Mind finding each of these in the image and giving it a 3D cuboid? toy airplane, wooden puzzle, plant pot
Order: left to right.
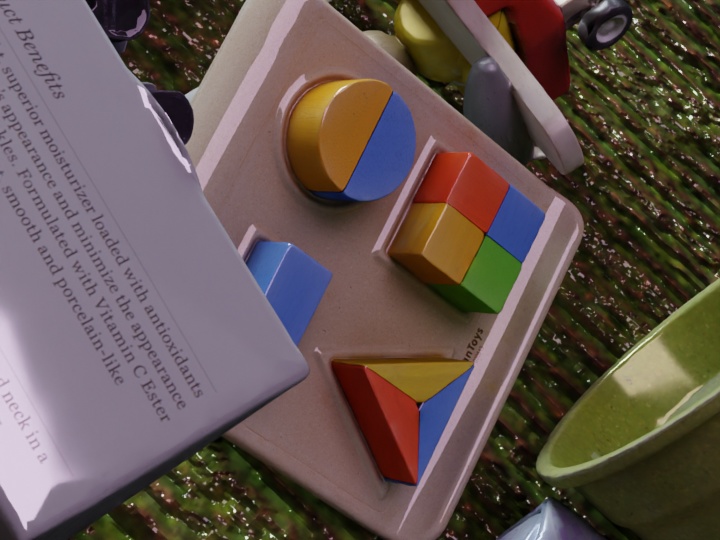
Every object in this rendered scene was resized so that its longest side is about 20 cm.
[{"bbox_3d":[0.000,0.000,0.859,0.200,0.046,0.186,35,73,-26],"label":"wooden puzzle"},{"bbox_3d":[0.035,-0.136,0.994,0.199,0.141,0.200,45,13,-12],"label":"toy airplane"},{"bbox_3d":[0.211,0.098,0.860,0.184,0.200,0.200,52,48,-3],"label":"plant pot"}]

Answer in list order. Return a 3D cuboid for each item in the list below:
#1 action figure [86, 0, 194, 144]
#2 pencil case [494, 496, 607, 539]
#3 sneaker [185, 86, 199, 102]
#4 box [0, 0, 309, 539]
[{"bbox_3d":[-0.144,-0.084,0.826,0.069,0.200,0.131,-10,96,-29],"label":"action figure"},{"bbox_3d":[0.125,0.190,0.853,0.200,0.083,0.091,39,54,0],"label":"pencil case"},{"bbox_3d":[-0.019,-0.008,0.908,0.200,0.089,0.074,39,46,-2],"label":"sneaker"},{"bbox_3d":[-0.154,0.010,0.715,0.130,0.200,0.199,-29,85,-36],"label":"box"}]
